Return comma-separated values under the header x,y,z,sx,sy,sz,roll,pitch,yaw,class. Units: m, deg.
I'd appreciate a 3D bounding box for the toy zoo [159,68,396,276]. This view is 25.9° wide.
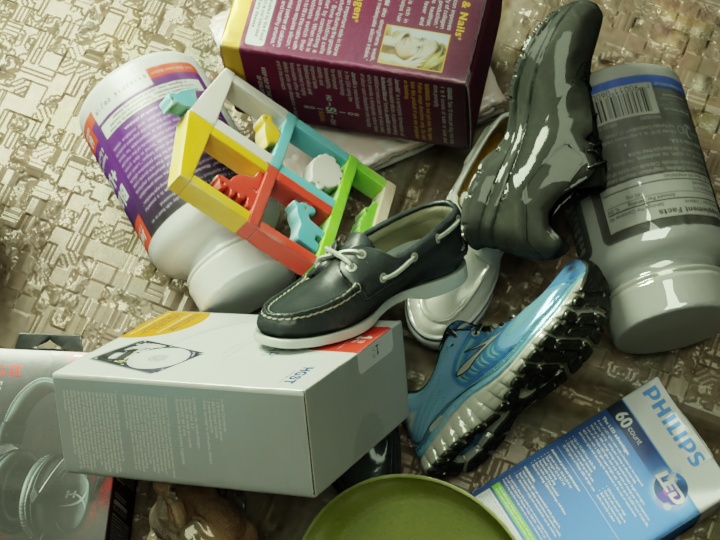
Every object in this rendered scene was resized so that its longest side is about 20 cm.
x,y,z,sx,sy,sz,roll,pitch,yaw,class
-0.068,-0.072,1.191,0.200,0.020,0.132,33,43,-17,toy zoo

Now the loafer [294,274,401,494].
x,y,z,sx,sy,sz,roll,pitch,yaw,class
-0.015,0.084,1.190,0.068,0.070,0.202,-14,69,0,loafer

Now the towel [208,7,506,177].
x,y,z,sx,sy,sz,roll,pitch,yaw,class
-0.003,-0.173,1.309,0.199,0.032,0.192,-24,70,-4,towel

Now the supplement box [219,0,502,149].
x,y,z,sx,sy,sz,roll,pitch,yaw,class
0.004,-0.189,1.240,0.199,0.103,0.132,11,66,10,supplement box

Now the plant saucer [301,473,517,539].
x,y,z,sx,sy,sz,roll,pitch,yaw,class
0.042,0.242,1.106,0.199,0.031,0.201,1,92,27,plant saucer

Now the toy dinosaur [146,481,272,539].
x,y,z,sx,sy,sz,roll,pitch,yaw,class
-0.105,0.196,1.156,0.086,0.135,0.201,-22,90,37,toy dinosaur

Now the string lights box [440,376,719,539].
x,y,z,sx,sy,sz,roll,pitch,yaw,class
0.161,0.176,1.146,0.199,0.059,0.103,-30,70,-7,string lights box

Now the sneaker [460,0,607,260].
x,y,z,sx,sy,sz,roll,pitch,yaw,class
0.148,-0.099,1.155,0.090,0.076,0.201,20,92,24,sneaker

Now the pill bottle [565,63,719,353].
x,y,z,sx,sy,sz,roll,pitch,yaw,class
0.216,-0.046,1.199,0.113,0.114,0.201,-11,69,0,pill bottle

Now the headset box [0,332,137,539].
x,y,z,sx,sy,sz,roll,pitch,yaw,class
-0.246,0.145,1.183,0.148,0.077,0.201,3,71,6,headset box

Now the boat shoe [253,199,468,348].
x,y,z,sx,sy,sz,roll,pitch,yaw,class
0.000,0.000,1.121,0.075,0.061,0.200,15,28,37,boat shoe

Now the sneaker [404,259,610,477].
x,y,z,sx,sy,sz,roll,pitch,yaw,class
0.098,0.059,1.162,0.200,0.078,0.090,-46,59,15,sneaker

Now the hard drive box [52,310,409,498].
x,y,z,sx,sy,sz,roll,pitch,yaw,class
-0.087,0.089,1.100,0.199,0.156,0.077,2,106,25,hard drive box

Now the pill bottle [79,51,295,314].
x,y,z,sx,sy,sz,roll,pitch,yaw,class
-0.132,-0.064,1.235,0.111,0.112,0.201,-29,69,-7,pill bottle

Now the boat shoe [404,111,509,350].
x,y,z,sx,sy,sz,roll,pitch,yaw,class
0.089,-0.035,1.228,0.071,0.070,0.201,24,72,13,boat shoe
